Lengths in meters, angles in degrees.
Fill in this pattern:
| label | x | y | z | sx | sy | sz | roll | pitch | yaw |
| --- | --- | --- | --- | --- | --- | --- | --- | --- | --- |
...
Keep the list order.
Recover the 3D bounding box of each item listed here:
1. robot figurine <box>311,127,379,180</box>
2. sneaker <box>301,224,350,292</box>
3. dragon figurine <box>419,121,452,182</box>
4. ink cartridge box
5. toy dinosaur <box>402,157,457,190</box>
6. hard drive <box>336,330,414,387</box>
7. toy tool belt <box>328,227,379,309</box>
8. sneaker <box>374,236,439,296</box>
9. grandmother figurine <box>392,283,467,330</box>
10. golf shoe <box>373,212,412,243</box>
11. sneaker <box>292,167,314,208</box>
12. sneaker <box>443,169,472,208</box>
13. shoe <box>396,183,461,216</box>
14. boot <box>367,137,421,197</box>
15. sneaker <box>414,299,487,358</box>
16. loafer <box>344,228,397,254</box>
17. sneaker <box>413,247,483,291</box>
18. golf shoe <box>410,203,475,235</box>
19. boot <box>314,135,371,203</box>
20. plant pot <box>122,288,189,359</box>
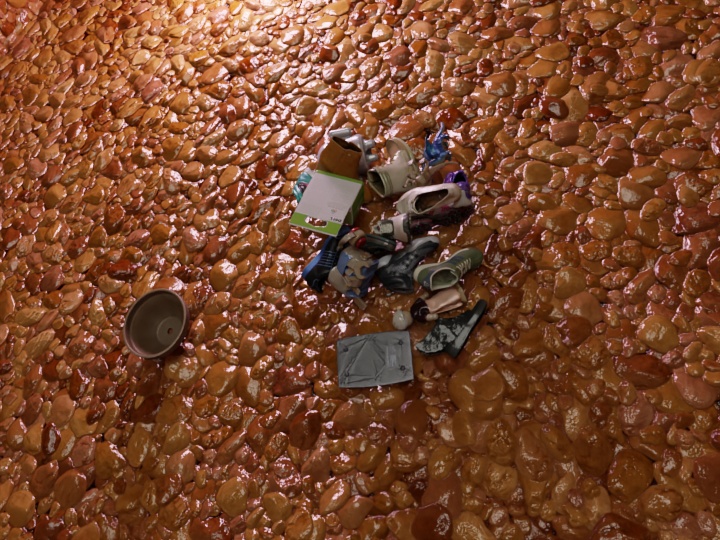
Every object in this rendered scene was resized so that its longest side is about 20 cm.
| label | x | y | z | sx | sy | sz | roll | pitch | yaw |
| --- | --- | --- | --- | --- | --- | --- | --- | --- | --- |
| robot figurine | -0.045 | -0.337 | 1.595 | 0.196 | 0.113 | 0.173 | -13 | 97 | 9 |
| sneaker | -0.080 | -0.030 | 1.485 | 0.078 | 0.070 | 0.201 | 44 | 105 | 18 |
| dragon figurine | 0.214 | -0.355 | 1.561 | 0.097 | 0.059 | 0.205 | -6 | 73 | 4 |
| ink cartridge box | -0.090 | -0.164 | 1.452 | 0.145 | 0.076 | 0.202 | 16 | 58 | 14 |
| toy dinosaur | 0.176 | -0.265 | 1.490 | 0.200 | 0.101 | 0.058 | -47 | 36 | -10 |
| hard drive | 0.038 | 0.231 | 1.371 | 0.195 | 0.042 | 0.138 | -9 | 65 | 11 |
| toy tool belt | 0.000 | 0.000 | 1.398 | 0.123 | 0.202 | 0.123 | -21 | 56 | -37 |
| sneaker | 0.137 | -0.005 | 1.433 | 0.197 | 0.076 | 0.115 | -26 | 67 | 5 |
| grandmother figurine | 0.174 | 0.099 | 1.375 | 0.197 | 0.121 | 0.061 | -25 | 105 | 4 |
| golf shoe | 0.089 | -0.107 | 1.419 | 0.086 | 0.200 | 0.079 | -4 | 91 | -6 |
| sneaker | -0.131 | -0.202 | 1.578 | 0.200 | 0.084 | 0.121 | 42 | 86 | 21 |
| sneaker | 0.270 | -0.238 | 1.450 | 0.079 | 0.085 | 0.201 | -4 | 25 | 1 |
| shoe | 0.167 | -0.187 | 1.398 | 0.197 | 0.053 | 0.071 | -13 | 96 | 40 |
| boot | 0.083 | -0.298 | 1.534 | 0.152 | 0.072 | 0.203 | -12 | 64 | -28 |
| sneaker | 0.231 | 0.140 | 1.351 | 0.103 | 0.060 | 0.202 | 30 | 80 | 21 |
| loafer | 0.020 | -0.068 | 1.476 | 0.198 | 0.071 | 0.064 | 18 | 88 | 46 |
| sneaker | 0.240 | 0.005 | 1.369 | 0.196 | 0.068 | 0.090 | -18 | 27 | -10 |
| golf shoe | 0.217 | -0.169 | 1.479 | 0.196 | 0.073 | 0.094 | -15 | 63 | 8 |
| boot | -0.024 | -0.283 | 1.509 | 0.199 | 0.144 | 0.072 | 28 | 48 | -16 |
| plant pot | -0.568 | 0.163 | 1.530 | 0.196 | 0.093 | 0.205 | -6 | 65 | 13 |
